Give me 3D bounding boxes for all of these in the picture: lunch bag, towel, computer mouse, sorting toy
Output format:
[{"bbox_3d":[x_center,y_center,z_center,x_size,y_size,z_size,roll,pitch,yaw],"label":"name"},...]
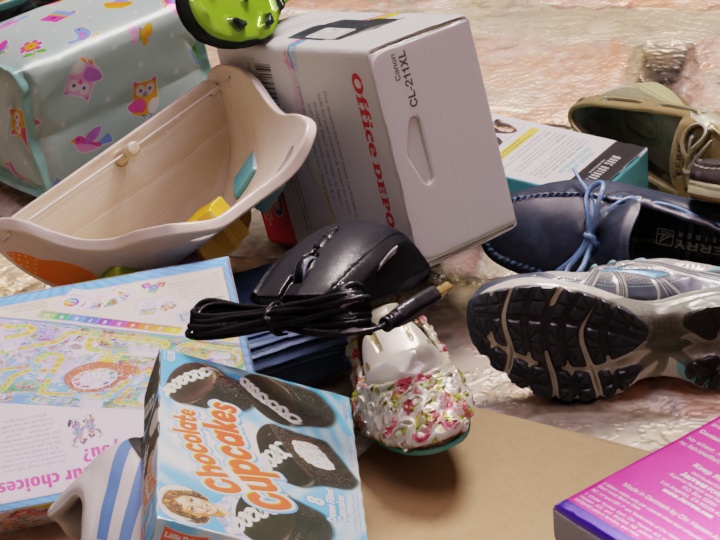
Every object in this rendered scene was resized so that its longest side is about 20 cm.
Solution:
[{"bbox_3d":[-0.226,-0.146,1.890,0.170,0.123,0.200,-26,27,-29],"label":"lunch bag"},{"bbox_3d":[-0.097,0.044,1.606,0.199,0.049,0.112,-17,31,-20],"label":"towel"},{"bbox_3d":[0.000,0.000,1.495,0.140,0.046,0.200,-1,10,34],"label":"computer mouse"},{"bbox_3d":[-0.107,-0.046,1.619,0.200,0.107,0.180,-38,12,-25],"label":"sorting toy"}]

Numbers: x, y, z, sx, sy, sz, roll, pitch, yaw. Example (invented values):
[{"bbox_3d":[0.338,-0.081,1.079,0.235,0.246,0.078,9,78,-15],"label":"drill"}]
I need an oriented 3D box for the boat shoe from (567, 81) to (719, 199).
[{"bbox_3d":[0.215,-0.082,1.749,0.063,0.074,0.201,-7,24,-24],"label":"boat shoe"}]

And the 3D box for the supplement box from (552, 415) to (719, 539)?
[{"bbox_3d":[0.206,0.144,1.331,0.199,0.102,0.103,-23,33,-30],"label":"supplement box"}]

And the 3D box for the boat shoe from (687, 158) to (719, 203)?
[{"bbox_3d":[0.306,-0.077,1.627,0.199,0.065,0.073,-4,8,2],"label":"boat shoe"}]

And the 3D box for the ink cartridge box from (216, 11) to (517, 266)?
[{"bbox_3d":[0.003,-0.089,1.674,0.083,0.147,0.200,-22,17,-28],"label":"ink cartridge box"}]

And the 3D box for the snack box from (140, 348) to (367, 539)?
[{"bbox_3d":[-0.059,0.112,1.373,0.116,0.037,0.200,15,22,-11],"label":"snack box"}]

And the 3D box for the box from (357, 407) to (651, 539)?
[{"bbox_3d":[0.060,0.136,1.427,0.163,0.021,0.200,13,28,27],"label":"box"}]

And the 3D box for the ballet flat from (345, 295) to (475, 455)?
[{"bbox_3d":[0.020,0.056,1.497,0.075,0.064,0.200,-19,12,-5],"label":"ballet flat"}]

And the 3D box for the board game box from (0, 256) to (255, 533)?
[{"bbox_3d":[-0.161,0.075,1.502,0.199,0.034,0.135,-10,66,-10],"label":"board game box"}]

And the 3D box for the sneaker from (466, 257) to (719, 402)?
[{"bbox_3d":[0.162,0.030,1.576,0.199,0.078,0.086,4,27,-4],"label":"sneaker"}]

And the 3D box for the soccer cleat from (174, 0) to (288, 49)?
[{"bbox_3d":[-0.090,-0.179,1.705,0.081,0.068,0.200,-29,9,22],"label":"soccer cleat"}]

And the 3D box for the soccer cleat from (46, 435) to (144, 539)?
[{"bbox_3d":[-0.107,0.170,1.384,0.086,0.070,0.200,-36,40,-4],"label":"soccer cleat"}]

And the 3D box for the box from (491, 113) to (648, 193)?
[{"bbox_3d":[0.094,-0.067,1.771,0.199,0.049,0.082,16,35,32],"label":"box"}]

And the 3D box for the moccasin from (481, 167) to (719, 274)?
[{"bbox_3d":[0.174,-0.025,1.642,0.199,0.081,0.068,0,4,11],"label":"moccasin"}]
